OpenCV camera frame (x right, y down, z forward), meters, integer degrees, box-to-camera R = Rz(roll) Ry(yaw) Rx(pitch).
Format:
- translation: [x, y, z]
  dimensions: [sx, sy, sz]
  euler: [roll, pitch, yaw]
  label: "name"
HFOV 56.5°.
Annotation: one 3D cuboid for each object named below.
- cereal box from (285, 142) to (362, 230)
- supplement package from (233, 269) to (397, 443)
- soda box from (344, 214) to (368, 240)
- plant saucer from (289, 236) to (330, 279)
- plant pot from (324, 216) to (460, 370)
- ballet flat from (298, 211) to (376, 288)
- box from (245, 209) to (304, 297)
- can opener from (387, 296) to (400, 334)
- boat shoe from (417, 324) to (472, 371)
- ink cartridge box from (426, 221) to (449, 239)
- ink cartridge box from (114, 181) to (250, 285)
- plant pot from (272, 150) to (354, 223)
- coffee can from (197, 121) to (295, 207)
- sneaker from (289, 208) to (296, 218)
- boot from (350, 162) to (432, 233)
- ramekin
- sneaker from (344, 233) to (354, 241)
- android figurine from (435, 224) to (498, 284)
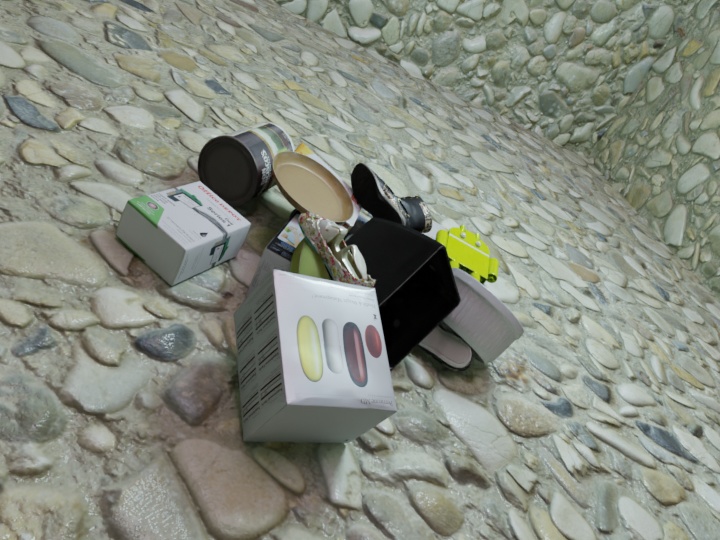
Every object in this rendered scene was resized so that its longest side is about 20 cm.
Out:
- translation: [-0.083, -0.182, 1.482]
  dimensions: [0.199, 0.040, 0.145]
  euler: [41, 30, -10]
  label: "cereal box"
- translation: [-0.072, 0.135, 1.002]
  dimensions: [0.187, 0.147, 0.205]
  euler: [10, 55, -33]
  label: "supplement package"
- translation: [-0.015, -0.089, 1.558]
  dimensions: [0.197, 0.069, 0.064]
  euler: [31, 27, -1]
  label: "soda box"
- translation: [-0.090, 0.033, 1.203]
  dimensions: [0.030, 0.205, 0.201]
  euler: [-1, 24, 14]
  label: "plant saucer"
- translation: [0.048, 0.024, 1.248]
  dimensions: [0.177, 0.199, 0.201]
  euler: [43, -11, 34]
  label: "plant pot"
- translation: [-0.034, -0.032, 1.131]
  dimensions: [0.075, 0.064, 0.202]
  euler: [-8, 59, -52]
  label: "ballet flat"
- translation: [-0.142, -0.024, 1.281]
  dimensions: [0.059, 0.118, 0.201]
  euler: [27, 29, 0]
  label: "box"
- translation: [0.075, 0.045, 1.372]
  dimensions: [0.065, 0.053, 0.205]
  euler: [13, 58, -14]
  label: "can opener"
- translation: [0.145, 0.135, 1.376]
  dimensions: [0.198, 0.074, 0.061]
  euler: [33, -16, 22]
  label: "boat shoe"
- translation: [0.212, -0.057, 1.736]
  dimensions: [0.197, 0.068, 0.117]
  euler: [30, 30, -7]
  label: "ink cartridge box"
- translation: [-0.315, -0.074, 1.214]
  dimensions: [0.145, 0.085, 0.199]
  euler: [38, 29, 10]
  label: "ink cartridge box"
- translation: [-0.100, -0.164, 1.368]
  dimensions: [0.197, 0.028, 0.202]
  euler: [30, 31, -20]
  label: "plant pot"
- translation: [-0.246, -0.239, 1.477]
  dimensions: [0.145, 0.148, 0.200]
  euler: [33, 28, 5]
  label: "coffee can"
- translation: [-0.070, -0.074, 1.461]
  dimensions: [0.083, 0.075, 0.200]
  euler: [-17, 54, -43]
  label: "sneaker"
- translation: [0.073, -0.159, 1.535]
  dimensions: [0.149, 0.074, 0.201]
  euler: [0, 45, -50]
  label: "boot"
- translation: [0.233, 0.101, 1.398]
  dimensions: [0.199, 0.105, 0.200]
  euler: [42, -4, 4]
  label: "ramekin"
- translation: [0.000, 0.000, 1.459]
  dimensions: [0.115, 0.075, 0.204]
  euler: [-3, 49, 16]
  label: "sneaker"
- translation: [0.261, -0.038, 1.655]
  dimensions: [0.179, 0.041, 0.202]
  euler: [29, 41, -6]
  label: "android figurine"
